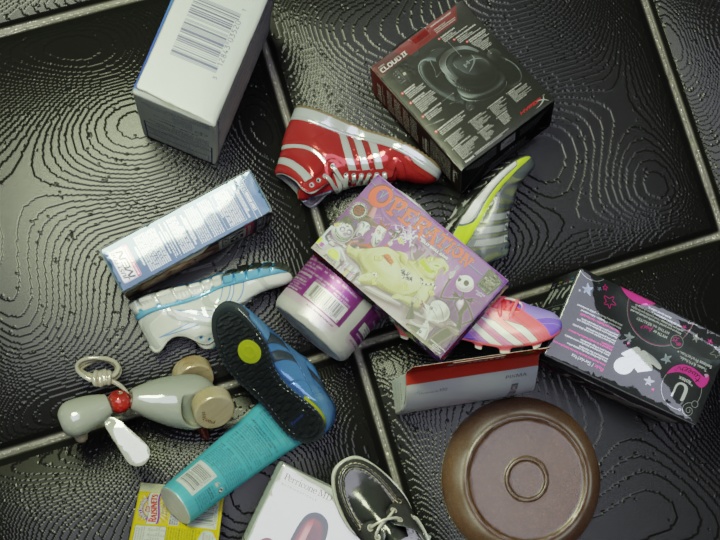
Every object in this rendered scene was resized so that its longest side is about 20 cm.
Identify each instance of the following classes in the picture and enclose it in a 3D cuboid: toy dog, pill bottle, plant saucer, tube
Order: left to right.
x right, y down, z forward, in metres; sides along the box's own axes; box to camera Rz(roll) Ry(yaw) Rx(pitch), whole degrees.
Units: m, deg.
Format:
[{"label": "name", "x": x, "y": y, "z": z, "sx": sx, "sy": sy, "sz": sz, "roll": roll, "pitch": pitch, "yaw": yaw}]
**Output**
[{"label": "toy dog", "x": -0.245, "y": 0.171, "z": 1.463, "sx": 0.199, "sy": 0.132, "sz": 0.097, "roll": 0, "pitch": 120, "yaw": -1}, {"label": "tube", "x": -0.143, "y": 0.217, "z": 1.466, "sx": 0.200, "sy": 0.050, "sz": 0.078, "roll": -36, "pitch": 91, "yaw": -32}, {"label": "pill bottle", "x": 0.000, "y": 0.000, "z": 1.498, "sx": 0.112, "sy": 0.112, "sz": 0.200, "roll": 40, "pitch": 80, "yaw": 1}, {"label": "plant saucer", "x": 0.198, "y": 0.254, "z": 1.520, "sx": 0.199, "sy": 0.034, "sz": 0.202, "roll": 1, "pitch": 83, "yaw": -5}]

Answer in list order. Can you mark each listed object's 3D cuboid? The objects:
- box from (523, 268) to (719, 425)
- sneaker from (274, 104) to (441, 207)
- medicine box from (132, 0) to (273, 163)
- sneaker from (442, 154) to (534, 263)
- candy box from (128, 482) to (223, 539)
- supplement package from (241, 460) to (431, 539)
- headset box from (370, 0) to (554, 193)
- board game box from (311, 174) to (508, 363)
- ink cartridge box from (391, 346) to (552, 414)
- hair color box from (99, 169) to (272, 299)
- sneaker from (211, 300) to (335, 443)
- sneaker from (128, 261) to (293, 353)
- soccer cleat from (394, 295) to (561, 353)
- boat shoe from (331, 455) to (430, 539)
[{"label": "box", "x": 0.314, "y": 0.096, "z": 1.503, "sx": 0.199, "sy": 0.132, "sz": 0.115, "roll": 26, "pitch": 83, "yaw": -2}, {"label": "sneaker", "x": -0.008, "y": -0.117, "z": 1.534, "sx": 0.199, "sy": 0.071, "sz": 0.113, "roll": 21, "pitch": 77, "yaw": 6}, {"label": "medicine box", "x": -0.183, "y": -0.245, "z": 1.471, "sx": 0.102, "sy": 0.200, "sz": 0.183, "roll": 22, "pitch": 80, "yaw": -4}, {"label": "sneaker", "x": 0.157, "y": -0.058, "z": 1.550, "sx": 0.081, "sy": 0.074, "sz": 0.200, "roll": 39, "pitch": 82, "yaw": -15}, {"label": "candy box", "x": -0.211, "y": 0.315, "z": 1.405, "sx": 0.102, "sy": 0.200, "sz": 0.027, "roll": 5, "pitch": 121, "yaw": -3}, {"label": "supplement package", "x": -0.050, "y": 0.349, "z": 1.425, "sx": 0.190, "sy": 0.147, "sz": 0.201, "roll": 25, "pitch": 81, "yaw": -1}, {"label": "headset box", "x": 0.118, "y": -0.222, "z": 1.543, "sx": 0.149, "sy": 0.077, "sz": 0.200, "roll": -38, "pitch": 72, "yaw": -9}, {"label": "board game box", "x": 0.055, "y": -0.004, "z": 1.421, "sx": 0.200, "sy": 0.032, "sz": 0.120, "roll": 40, "pitch": 77, "yaw": 16}, {"label": "ink cartridge box", "x": 0.126, "y": 0.129, "z": 1.445, "sx": 0.162, "sy": 0.200, "sz": 0.057, "roll": -8, "pitch": 86, "yaw": -6}, {"label": "hair color box", "x": -0.206, "y": -0.041, "z": 1.491, "sx": 0.199, "sy": 0.100, "sz": 0.061, "roll": -29, "pitch": 87, "yaw": -8}, {"label": "sneaker", "x": -0.101, "y": 0.113, "z": 1.487, "sx": 0.066, "sy": 0.078, "sz": 0.200, "roll": -35, "pitch": 98, "yaw": 26}, {"label": "sneaker", "x": -0.172, "y": 0.047, "z": 1.504, "sx": 0.199, "sy": 0.075, "sz": 0.087, "roll": -17, "pitch": 94, "yaw": -2}, {"label": "soccer cleat", "x": 0.131, "y": 0.046, "z": 1.436, "sx": 0.199, "sy": 0.067, "sz": 0.077, "roll": 3, "pitch": 114, "yaw": 19}, {"label": "boat shoe", "x": 0.035, "y": 0.289, "z": 1.335, "sx": 0.074, "sy": 0.060, "sz": 0.201, "roll": -27, "pitch": 87, "yaw": -9}]
